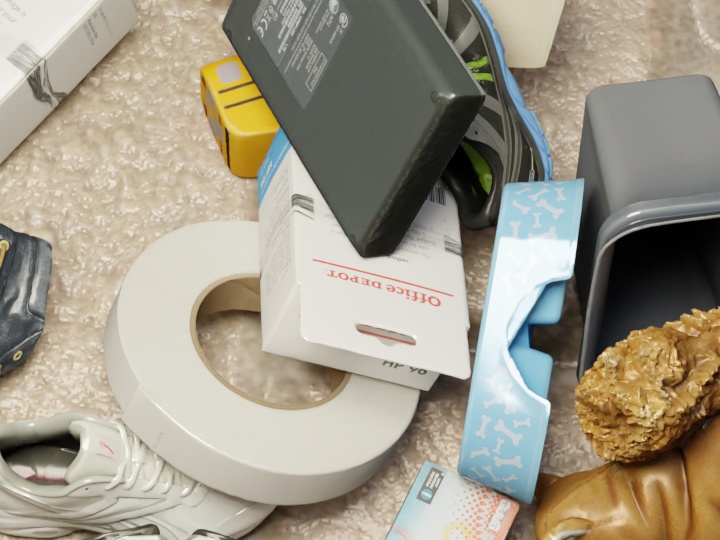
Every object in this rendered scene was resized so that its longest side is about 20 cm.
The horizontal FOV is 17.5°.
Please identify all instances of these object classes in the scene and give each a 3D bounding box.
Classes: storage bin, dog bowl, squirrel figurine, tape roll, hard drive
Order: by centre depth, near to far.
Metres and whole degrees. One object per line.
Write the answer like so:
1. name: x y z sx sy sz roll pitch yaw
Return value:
1. squirrel figurine: 0.188 0.113 1.409 0.187 0.200 0.142 -14 23 9
2. hard drive: -0.009 -0.127 1.417 0.033 0.140 0.200 -6 52 -36
3. dog bowl: 0.097 0.039 1.418 0.050 0.111 0.200 10 89 4
4. tape roll: -0.061 0.054 1.452 0.203 0.037 0.203 15 45 -15
5. storage bin: 0.197 -0.023 1.462 0.145 0.200 0.134 -7 54 -6

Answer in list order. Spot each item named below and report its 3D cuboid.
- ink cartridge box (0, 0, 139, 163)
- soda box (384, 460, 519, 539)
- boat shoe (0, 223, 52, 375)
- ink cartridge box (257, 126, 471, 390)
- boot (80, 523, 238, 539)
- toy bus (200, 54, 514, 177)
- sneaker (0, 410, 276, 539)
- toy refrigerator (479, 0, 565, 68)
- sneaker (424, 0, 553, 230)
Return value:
1. ink cartridge box: -0.265 -0.153 1.536 0.146 0.084 0.200 41 81 14
2. soda box: 0.024 0.220 1.412 0.068 0.064 0.200 25 67 8
3. boat shoe: -0.256 0.062 1.467 0.091 0.071 0.200 19 86 -33
4. ink cartridge box: 0.000 0.000 1.455 0.116 0.068 0.200 14 44 -17
5. boot: -0.161 0.222 1.398 0.200 0.068 0.131 -3 72 -13
6. toy bus: -0.001 -0.123 1.562 0.200 0.065 0.078 -19 66 -10
7. sneaker: -0.144 0.126 1.426 0.200 0.099 0.078 -1 67 -3
8. toy refrigerator: 0.071 -0.224 1.562 0.076 0.070 0.200 0 43 -16
9. sneaker: 0.049 -0.114 1.455 0.083 0.071 0.200 -40 106 -37
